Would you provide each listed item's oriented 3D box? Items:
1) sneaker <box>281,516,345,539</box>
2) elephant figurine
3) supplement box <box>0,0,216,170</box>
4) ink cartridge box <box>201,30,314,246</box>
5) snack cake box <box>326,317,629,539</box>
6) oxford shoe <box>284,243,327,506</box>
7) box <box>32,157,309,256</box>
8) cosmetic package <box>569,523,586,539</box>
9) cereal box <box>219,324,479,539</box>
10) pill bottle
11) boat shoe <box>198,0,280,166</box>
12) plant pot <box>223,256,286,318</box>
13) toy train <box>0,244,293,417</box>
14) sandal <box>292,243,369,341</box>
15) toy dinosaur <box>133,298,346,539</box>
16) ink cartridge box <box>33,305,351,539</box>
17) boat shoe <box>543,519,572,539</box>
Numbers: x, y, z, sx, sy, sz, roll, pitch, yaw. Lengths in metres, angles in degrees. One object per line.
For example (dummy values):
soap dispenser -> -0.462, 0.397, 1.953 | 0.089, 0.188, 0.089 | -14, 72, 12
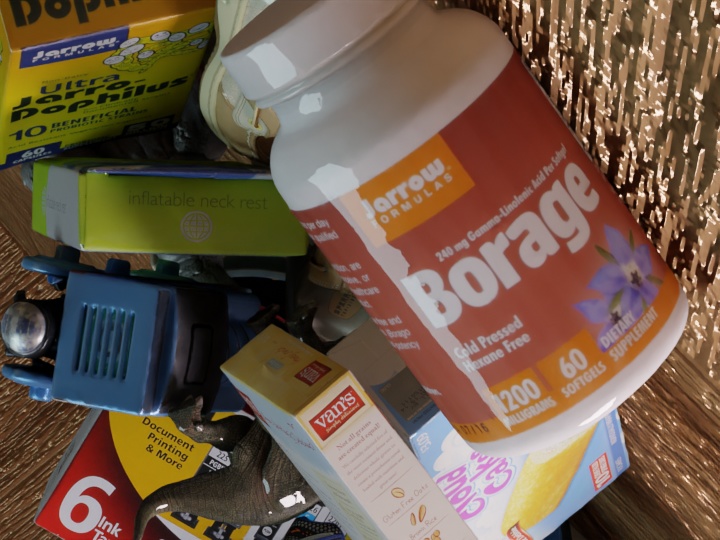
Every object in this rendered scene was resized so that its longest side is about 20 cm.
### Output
sneaker -> 0.027, 0.185, 1.142 | 0.075, 0.079, 0.200 | -1, 159, 46
elephant figurine -> -0.131, -0.072, 1.315 | 0.155, 0.142, 0.200 | 20, -165, -28
supplement box -> -0.148, -0.140, 1.115 | 0.200, 0.109, 0.110 | 128, 126, -72
ink cartridge box -> -0.074, -0.108, 1.226 | 0.200, 0.047, 0.160 | 40, 165, 38
snack cake box -> 0.064, 0.073, 1.093 | 0.067, 0.115, 0.200 | 43, 167, 30
oxford shoe -> -0.005, 0.043, 1.309 | 0.071, 0.071, 0.200 | 127, 135, -67
box -> -0.103, -0.036, 1.157 | 0.200, 0.122, 0.048 | -163, 74, -73
cosmetic package -> 0.070, 0.264, 1.360 | 0.165, 0.200, 0.165 | 44, 157, -10
cereal box -> 0.019, 0.120, 1.023 | 0.200, 0.040, 0.144 | 54, 170, -16
pill bottle -> 0.035, -0.031, 0.872 | 0.200, 0.112, 0.112 | 53, 169, -14
boat shoe -> -0.030, -0.092, 1.022 | 0.066, 0.074, 0.200 | 48, 165, 15
plant pot -> -0.073, 0.074, 1.476 | 0.200, 0.200, 0.188 | 53, -172, -11
toy train -> -0.110, 0.039, 1.174 | 0.114, 0.087, 0.200 | 11, -179, 26
sandal -> 0.000, 0.000, 1.157 | 0.080, 0.054, 0.200 | 25, 150, 0
toy dinosaur -> -0.034, 0.081, 1.109 | 0.077, 0.200, 0.102 | -17, 116, 48
ink cartridge box -> -0.073, 0.123, 1.349 | 0.200, 0.176, 0.084 | 30, -170, -7
boat shoe -> 0.074, 0.089, 1.250 | 0.069, 0.084, 0.200 | 10, -125, -65
